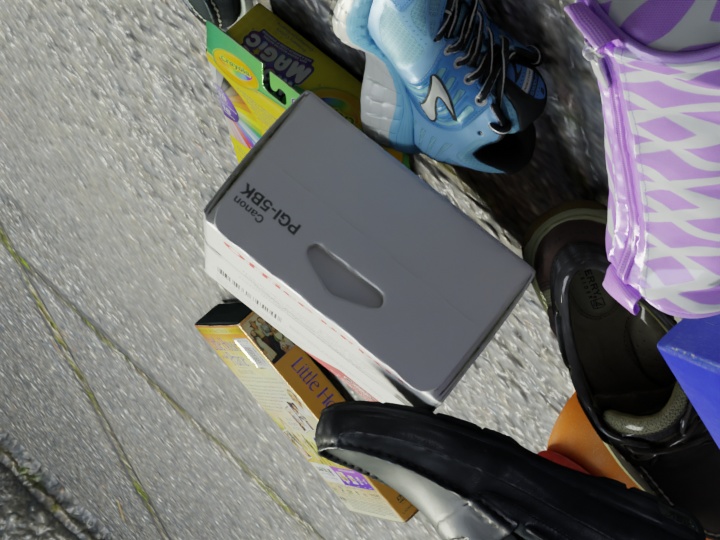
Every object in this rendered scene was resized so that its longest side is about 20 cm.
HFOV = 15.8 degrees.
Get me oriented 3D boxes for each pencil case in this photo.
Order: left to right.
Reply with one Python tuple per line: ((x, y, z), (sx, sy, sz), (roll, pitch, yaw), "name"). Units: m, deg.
((0.126, -0.059, 0.986), (0.084, 0.085, 0.200), (42, 165, 30), "pencil case")

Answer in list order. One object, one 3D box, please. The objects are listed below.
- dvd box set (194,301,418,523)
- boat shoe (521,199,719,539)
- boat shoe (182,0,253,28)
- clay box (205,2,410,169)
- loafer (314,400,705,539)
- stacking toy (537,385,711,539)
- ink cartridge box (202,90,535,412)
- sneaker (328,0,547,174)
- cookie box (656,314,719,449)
((-0.040, 0.108, 1.988), (0.200, 0.029, 0.146), (50, 166, -9), "dvd box set")
((0.137, 0.061, 1.250), (0.200, 0.073, 0.065), (55, -163, -22), "boat shoe")
((-0.125, -0.201, 1.393), (0.076, 0.060, 0.200), (27, 154, 54), "boat shoe")
((-0.023, -0.068, 1.462), (0.115, 0.048, 0.200), (40, 162, 23), "clay box")
((0.069, 0.119, 1.251), (0.200, 0.070, 0.068), (22, 167, -5), "loafer")
((0.109, 0.160, 1.360), (0.146, 0.200, 0.146), (44, 165, 15), "stacking toy")
((0.000, 0.000, 1.302), (0.147, 0.083, 0.200), (39, 172, 1), "ink cartridge box")
((0.047, -0.105, 1.162), (0.090, 0.078, 0.200), (26, 164, 18), "sneaker")
((0.238, 0.099, 1.079), (0.171, 0.075, 0.200), (26, 154, 57), "cookie box")
